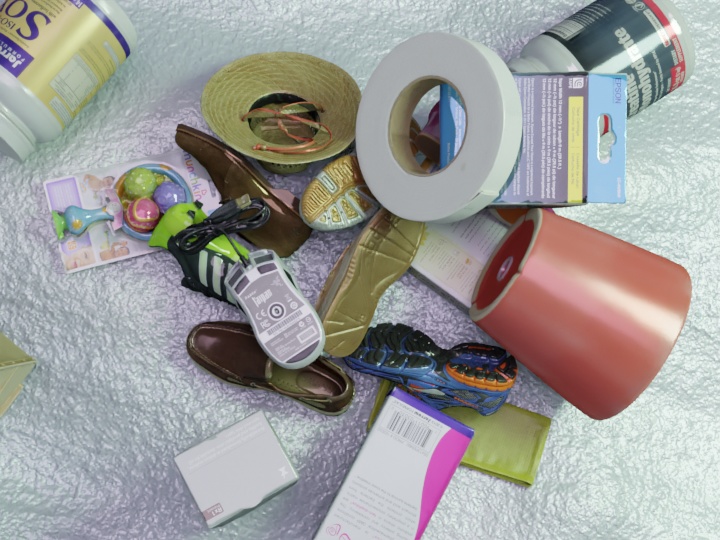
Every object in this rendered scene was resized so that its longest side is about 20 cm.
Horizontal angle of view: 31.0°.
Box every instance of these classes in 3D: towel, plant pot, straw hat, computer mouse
[{"bbox_3d":[0.113,0.175,1.473,0.199,0.018,0.086,19,77,2],"label":"towel"},{"bbox_3d":[0.227,0.036,1.402,0.177,0.200,0.201,29,76,-9],"label":"plant pot"},{"bbox_3d":[-0.090,-0.159,1.502,0.200,0.085,0.202,1,46,-2],"label":"straw hat"},{"bbox_3d":[-0.110,0.019,1.418,0.109,0.044,0.200,-31,84,-2],"label":"computer mouse"}]

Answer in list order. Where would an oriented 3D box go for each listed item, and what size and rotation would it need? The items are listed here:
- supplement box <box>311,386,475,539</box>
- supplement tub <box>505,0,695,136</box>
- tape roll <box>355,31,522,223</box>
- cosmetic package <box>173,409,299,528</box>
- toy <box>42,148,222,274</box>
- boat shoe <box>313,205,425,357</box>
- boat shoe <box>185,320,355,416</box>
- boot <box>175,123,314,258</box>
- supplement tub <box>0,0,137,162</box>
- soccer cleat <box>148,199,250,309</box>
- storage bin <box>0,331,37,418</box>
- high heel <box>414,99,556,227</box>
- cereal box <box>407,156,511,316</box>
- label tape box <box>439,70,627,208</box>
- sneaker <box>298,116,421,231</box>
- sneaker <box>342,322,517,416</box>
[{"bbox_3d":[0.031,0.239,1.400,0.101,0.103,0.200,29,82,2],"label":"supplement box"},{"bbox_3d":[0.275,-0.235,1.516,0.200,0.140,0.141,-32,80,-10],"label":"supplement tub"},{"bbox_3d":[0.080,-0.150,1.374,0.202,0.037,0.204,-2,87,40],"label":"tape roll"},{"bbox_3d":[-0.127,0.211,1.358,0.107,0.200,0.090,-28,80,-10],"label":"cosmetic package"},{"bbox_3d":[-0.259,-0.078,1.499,0.199,0.047,0.116,-15,79,-6],"label":"toy"},{"bbox_3d":[0.000,0.000,1.458,0.074,0.069,0.200,36,81,-26],"label":"boat shoe"},{"bbox_3d":[-0.100,0.101,1.450,0.202,0.075,0.075,17,76,1],"label":"boat shoe"},{"bbox_3d":[-0.144,-0.091,1.496,0.200,0.074,0.076,39,88,-1],"label":"boot"},{"bbox_3d":[-0.369,-0.239,1.482,0.145,0.145,0.200,37,77,6],"label":"supplement tub"},{"bbox_3d":[-0.153,0.007,1.481,0.200,0.068,0.081,44,116,-5],"label":"soccer cleat"},{"bbox_3d":[-0.472,0.077,1.379,0.200,0.199,0.094,38,95,6],"label":"storage bin"},{"bbox_3d":[0.160,-0.123,1.496,0.200,0.067,0.096,34,54,4],"label":"high heel"},{"bbox_3d":[0.128,-0.034,1.512,0.200,0.040,0.144,37,77,6],"label":"cereal box"},{"bbox_3d":[0.186,-0.140,1.408,0.199,0.066,0.144,1,88,6],"label":"label tape box"},{"bbox_3d":[-0.008,-0.103,1.478,0.076,0.088,0.200,53,55,-10],"label":"sneaker"},{"bbox_3d":[0.073,0.118,1.441,0.199,0.079,0.075,14,38,16],"label":"sneaker"}]
